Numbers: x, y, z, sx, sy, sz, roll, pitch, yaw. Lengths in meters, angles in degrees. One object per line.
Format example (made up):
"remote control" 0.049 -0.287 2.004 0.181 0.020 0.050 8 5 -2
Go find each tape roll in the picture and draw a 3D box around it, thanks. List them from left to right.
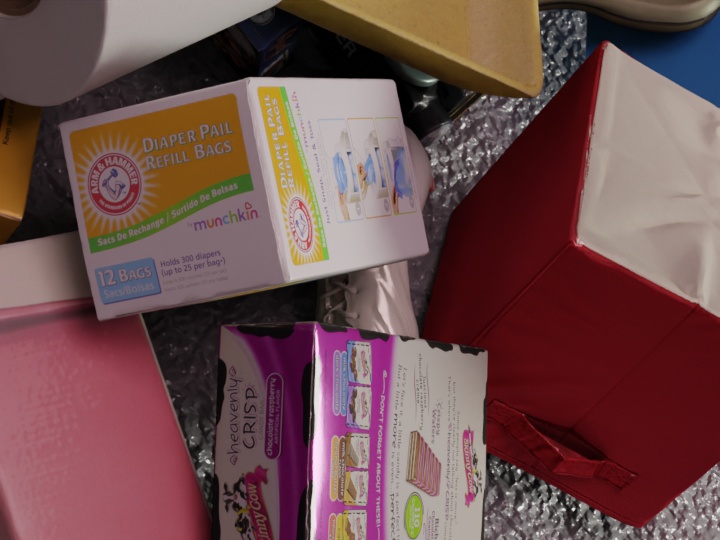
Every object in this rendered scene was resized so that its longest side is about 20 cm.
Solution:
"tape roll" -0.136 -0.198 1.089 0.139 0.203 0.203 -30 83 -34

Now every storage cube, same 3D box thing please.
"storage cube" 0.155 0.011 1.297 0.171 0.180 0.200 28 45 -13

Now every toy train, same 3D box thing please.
"toy train" 0.008 -0.168 1.389 0.114 0.085 0.200 -24 76 -47

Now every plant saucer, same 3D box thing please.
"plant saucer" 0.009 -0.197 1.276 0.200 0.048 0.201 22 48 -27

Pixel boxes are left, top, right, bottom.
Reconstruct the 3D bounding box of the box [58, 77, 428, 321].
"box" -0.056 -0.040 1.152 0.200 0.112 0.102 -11 90 -69

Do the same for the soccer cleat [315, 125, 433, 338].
"soccer cleat" 0.000 0.000 1.292 0.078 0.069 0.201 48 44 -52

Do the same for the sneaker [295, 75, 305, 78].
"sneaker" -0.099 -0.048 1.277 0.199 0.060 0.105 -16 89 -39

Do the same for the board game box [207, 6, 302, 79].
"board game box" -0.112 -0.202 1.305 0.035 0.135 0.200 -39 88 -6

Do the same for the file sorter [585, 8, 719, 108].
"file sorter" 0.229 -0.158 1.447 0.138 0.123 0.201 -5 62 18

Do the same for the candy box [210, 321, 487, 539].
"candy box" -0.002 0.101 1.150 0.200 0.061 0.137 13 78 -60

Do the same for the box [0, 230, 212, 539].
"box" -0.165 0.097 1.140 0.109 0.128 0.201 -12 73 -31

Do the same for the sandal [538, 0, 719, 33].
"sandal" 0.128 -0.198 1.369 0.200 0.057 0.080 8 48 5

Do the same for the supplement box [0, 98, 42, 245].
"supplement box" -0.279 -0.113 1.176 0.199 0.133 0.198 16 61 -21
